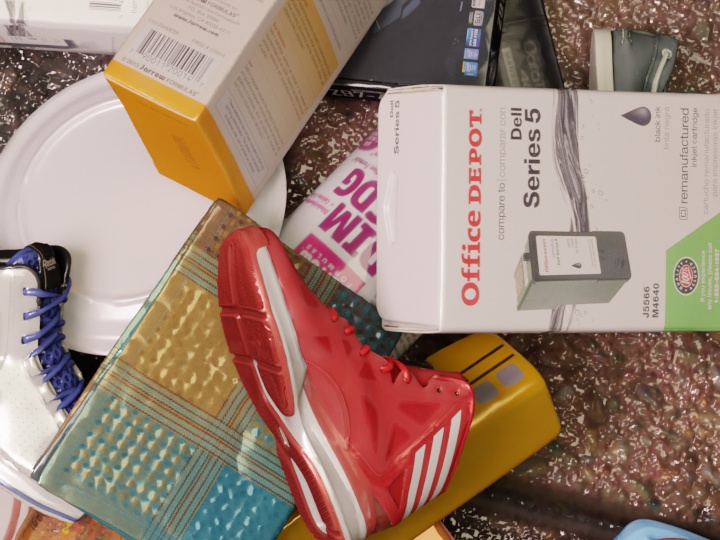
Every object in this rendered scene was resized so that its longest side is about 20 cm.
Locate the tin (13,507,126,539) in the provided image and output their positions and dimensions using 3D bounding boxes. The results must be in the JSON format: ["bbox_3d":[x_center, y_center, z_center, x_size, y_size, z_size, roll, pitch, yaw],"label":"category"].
[{"bbox_3d":[-0.142,0.153,1.567,0.112,0.042,0.201,29,68,2],"label":"tin"}]

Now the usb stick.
[{"bbox_3d":[0.108,-0.116,1.644,0.055,0.033,0.201,-13,84,-12],"label":"usb stick"}]

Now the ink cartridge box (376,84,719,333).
[{"bbox_3d":[0.116,-0.035,1.509,0.199,0.084,0.147,0,91,-26],"label":"ink cartridge box"}]

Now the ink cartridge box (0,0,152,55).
[{"bbox_3d":[-0.202,-0.217,1.606,0.198,0.085,0.147,4,82,-6],"label":"ink cartridge box"}]

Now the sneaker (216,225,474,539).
[{"bbox_3d":[-0.005,0.054,1.472,0.115,0.078,0.201,-24,107,-22],"label":"sneaker"}]

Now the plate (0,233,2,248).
[{"bbox_3d":[-0.286,0.010,1.581,0.199,0.026,0.202,3,73,-12],"label":"plate"}]

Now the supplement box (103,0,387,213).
[{"bbox_3d":[-0.059,-0.153,1.519,0.073,0.126,0.201,26,72,23],"label":"supplement box"}]

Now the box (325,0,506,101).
[{"bbox_3d":[0.018,-0.211,1.625,0.159,0.044,0.201,7,82,10],"label":"box"}]

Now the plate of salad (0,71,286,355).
[{"bbox_3d":[-0.141,-0.036,1.579,0.199,0.048,0.201,-4,65,9],"label":"plate of salad"}]

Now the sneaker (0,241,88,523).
[{"bbox_3d":[-0.202,0.049,1.502,0.199,0.081,0.115,43,111,7],"label":"sneaker"}]

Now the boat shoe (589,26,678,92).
[{"bbox_3d":[0.184,-0.060,1.623,0.061,0.073,0.202,-3,78,-1],"label":"boat shoe"}]

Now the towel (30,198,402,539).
[{"bbox_3d":[-0.083,0.078,1.490,0.146,0.022,0.201,35,80,-13],"label":"towel"}]

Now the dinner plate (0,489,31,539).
[{"bbox_3d":[-0.288,0.137,1.568,0.199,0.024,0.202,5,71,-13],"label":"dinner plate"}]

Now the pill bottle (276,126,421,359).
[{"bbox_3d":[0.000,0.000,1.578,0.113,0.113,0.200,44,81,2],"label":"pill bottle"}]

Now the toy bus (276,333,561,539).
[{"bbox_3d":[0.021,0.121,1.549,0.199,0.065,0.078,-34,43,-13],"label":"toy bus"}]

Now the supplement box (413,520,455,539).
[{"bbox_3d":[-0.021,0.233,1.571,0.199,0.067,0.069,-33,89,-7],"label":"supplement box"}]

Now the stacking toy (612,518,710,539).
[{"bbox_3d":[0.204,0.214,1.524,0.109,0.200,0.117,20,82,-2],"label":"stacking toy"}]
